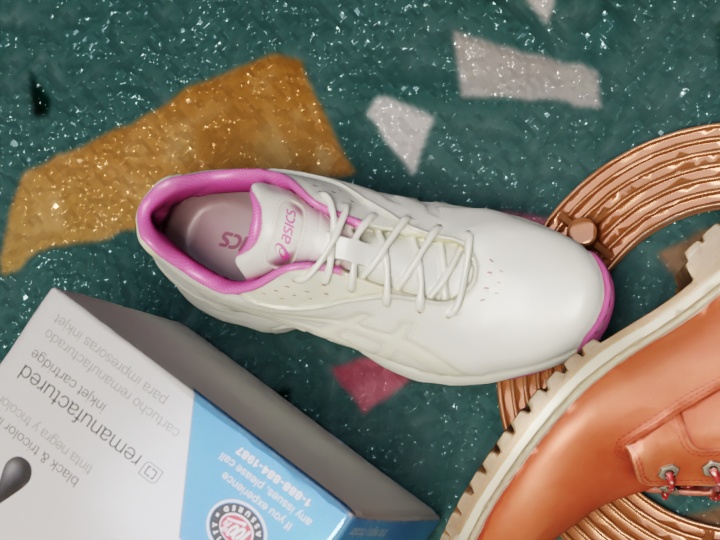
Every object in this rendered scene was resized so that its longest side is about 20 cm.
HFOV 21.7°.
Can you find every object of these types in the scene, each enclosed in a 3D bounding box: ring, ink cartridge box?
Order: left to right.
[{"bbox_3d":[-0.095,0.136,0.732,0.146,0.146,0.200,35,92,16],"label":"ink cartridge box"},{"bbox_3d":[0.152,0.038,0.754,0.199,0.019,0.202,-2,81,13],"label":"ring"}]

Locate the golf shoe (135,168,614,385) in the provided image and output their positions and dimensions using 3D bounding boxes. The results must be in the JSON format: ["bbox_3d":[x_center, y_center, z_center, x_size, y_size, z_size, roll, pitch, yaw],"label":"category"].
[{"bbox_3d":[0.000,0.000,0.752,0.199,0.091,0.076,7,82,19],"label":"golf shoe"}]

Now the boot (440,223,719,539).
[{"bbox_3d":[0.124,0.064,0.712,0.200,0.075,0.107,-41,80,4],"label":"boot"}]
